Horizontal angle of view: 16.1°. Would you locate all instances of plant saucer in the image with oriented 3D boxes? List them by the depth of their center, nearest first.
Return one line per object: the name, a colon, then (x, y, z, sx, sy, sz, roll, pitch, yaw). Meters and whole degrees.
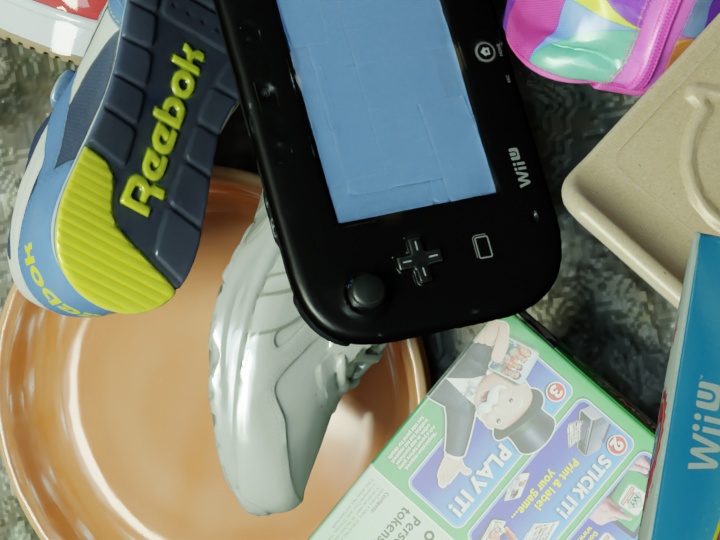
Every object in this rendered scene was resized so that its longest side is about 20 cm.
plant saucer: (-0.060, 0.054, 1.067, 0.200, 0.037, 0.201, 3, 99, 21)

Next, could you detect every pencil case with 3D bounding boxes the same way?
pencil case: (0.117, -0.157, 0.918, 0.088, 0.088, 0.200, 29, 124, 16)

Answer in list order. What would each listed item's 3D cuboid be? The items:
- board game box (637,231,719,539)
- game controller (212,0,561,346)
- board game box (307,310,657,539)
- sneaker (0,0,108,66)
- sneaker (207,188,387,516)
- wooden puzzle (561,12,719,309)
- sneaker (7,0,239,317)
board game box: (0.191, 0.081, 0.813, 0.200, 0.064, 0.148, 10, 59, 5)
game controller: (0.005, -0.071, 0.945, 0.104, 0.042, 0.200, -14, 76, -8)
board game box: (0.044, 0.131, 0.976, 0.135, 0.029, 0.200, 41, 99, 13)
sneaker: (-0.167, -0.167, 1.062, 0.200, 0.071, 0.113, 21, 107, 12)
sneaker: (0.000, 0.000, 0.977, 0.099, 0.078, 0.200, 12, 83, 7)
wooden puzzle: (0.202, -0.033, 0.918, 0.185, 0.046, 0.200, 42, 80, 12)
sneaker: (-0.087, -0.068, 1.009, 0.074, 0.200, 0.082, 34, 152, -19)
